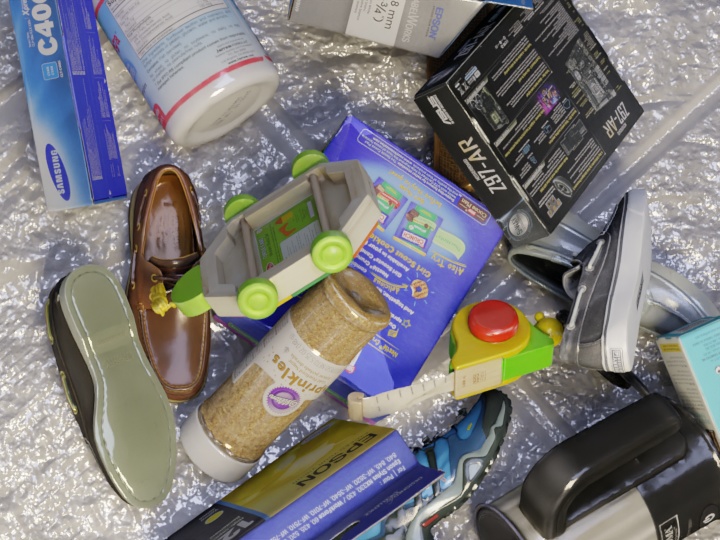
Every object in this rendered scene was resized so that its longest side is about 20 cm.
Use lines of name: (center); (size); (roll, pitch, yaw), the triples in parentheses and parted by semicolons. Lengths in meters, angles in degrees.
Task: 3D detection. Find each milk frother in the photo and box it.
milk frother: (0.174, 0.156, 1.685); (0.187, 0.181, 0.200); (-28, 38, -18)

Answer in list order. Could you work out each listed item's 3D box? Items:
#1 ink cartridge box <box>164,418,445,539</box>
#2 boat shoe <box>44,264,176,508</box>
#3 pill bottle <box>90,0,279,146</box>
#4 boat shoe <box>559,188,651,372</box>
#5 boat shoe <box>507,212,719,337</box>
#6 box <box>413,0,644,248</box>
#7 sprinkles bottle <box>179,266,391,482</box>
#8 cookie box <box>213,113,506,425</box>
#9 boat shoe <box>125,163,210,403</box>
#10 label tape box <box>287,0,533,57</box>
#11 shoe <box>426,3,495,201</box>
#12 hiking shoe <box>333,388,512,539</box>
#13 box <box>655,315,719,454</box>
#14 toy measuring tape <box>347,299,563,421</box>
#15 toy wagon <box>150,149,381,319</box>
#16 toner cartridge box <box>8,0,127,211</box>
ink cartridge box: (-0.056, 0.189, 1.579); (0.197, 0.200, 0.047); (-33, 98, -19)
boat shoe: (-0.205, 0.098, 1.650); (0.071, 0.060, 0.202); (-13, 84, -34)
pill bottle: (-0.162, -0.215, 1.721); (0.108, 0.109, 0.201); (-29, 78, -18)
boat shoe: (0.201, 0.005, 1.673); (0.067, 0.072, 0.201); (2, 46, 16)
boat shoe: (0.216, 0.021, 1.748); (0.200, 0.070, 0.072); (31, 58, 5)
box: (0.148, -0.142, 1.736); (0.161, 0.043, 0.200); (54, 47, -16)
sprinkles bottle: (-0.062, 0.083, 1.618); (0.068, 0.068, 0.200); (44, 114, 4)
cookie box: (0.000, 0.000, 1.710); (0.171, 0.075, 0.200); (34, 71, -2)
boat shoe: (-0.160, 0.008, 1.680); (0.072, 0.068, 0.201); (-2, 75, -12)
label tape box: (0.043, -0.240, 1.745); (0.199, 0.144, 0.064); (13, 114, -3)
shoe: (0.097, -0.149, 1.790); (0.070, 0.053, 0.201); (-6, 64, 26)
hiking shoe: (0.049, 0.169, 1.668); (0.087, 0.074, 0.200); (37, 74, 2)
box: (0.313, 0.139, 1.680); (0.049, 0.082, 0.201); (-23, 90, -6)
toy measuring tape: (0.072, 0.069, 1.650); (0.199, 0.074, 0.074); (-16, 78, -17)
toy wagon: (-0.077, -0.016, 1.608); (0.199, 0.155, 0.040); (-32, 118, 10)
toner cartridge box: (-0.242, -0.152, 1.664); (0.043, 0.095, 0.201); (-9, 93, 12)
